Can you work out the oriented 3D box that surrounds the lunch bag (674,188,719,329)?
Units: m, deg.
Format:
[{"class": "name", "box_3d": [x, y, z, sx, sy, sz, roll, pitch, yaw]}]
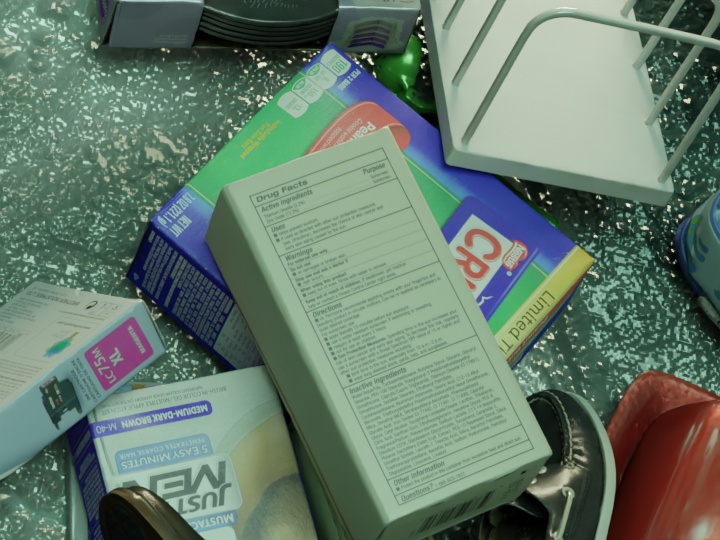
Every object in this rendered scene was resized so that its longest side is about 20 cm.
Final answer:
[{"class": "lunch bag", "box_3d": [0.298, -0.015, 1.716, 0.200, 0.082, 0.161, -37, 83, -26]}]

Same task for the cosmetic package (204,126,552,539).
[{"class": "cosmetic package", "box_3d": [0.007, 0.038, 1.517, 0.103, 0.073, 0.201, -20, 72, -19]}]

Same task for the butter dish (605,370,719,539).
[{"class": "butter dish", "box_3d": [0.221, 0.157, 1.594, 0.199, 0.148, 0.200, 28, 64, -4]}]

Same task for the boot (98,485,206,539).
[{"class": "boot", "box_3d": [-0.044, 0.172, 1.475, 0.200, 0.075, 0.097, 51, 54, -2]}]

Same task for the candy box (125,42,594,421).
[{"class": "candy box", "box_3d": [0.000, 0.000, 1.617, 0.200, 0.077, 0.169, 40, 61, 6]}]

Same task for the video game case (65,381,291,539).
[{"class": "video game case", "box_3d": [-0.063, 0.134, 1.593, 0.199, 0.018, 0.144, 3, 70, -15]}]

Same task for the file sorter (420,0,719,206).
[{"class": "file sorter", "box_3d": [0.123, -0.161, 1.658, 0.138, 0.125, 0.201, 10, 45, -19]}]

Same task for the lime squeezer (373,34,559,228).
[{"class": "lime squeezer", "box_3d": [0.047, -0.102, 1.711, 0.070, 0.038, 0.201, -9, 69, -52]}]

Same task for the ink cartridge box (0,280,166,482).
[{"class": "ink cartridge box", "box_3d": [-0.209, 0.080, 1.517, 0.200, 0.119, 0.042, -37, 113, -26]}]

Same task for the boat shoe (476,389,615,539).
[{"class": "boat shoe", "box_3d": [0.093, 0.143, 1.583, 0.060, 0.074, 0.201, 31, 48, -31]}]

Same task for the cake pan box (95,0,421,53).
[{"class": "cake pan box", "box_3d": [-0.068, -0.213, 1.686, 0.183, 0.052, 0.201, 0, 58, -14]}]

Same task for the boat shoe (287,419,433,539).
[{"class": "boat shoe", "box_3d": [0.014, 0.170, 1.554, 0.060, 0.072, 0.202, -17, 84, -20]}]

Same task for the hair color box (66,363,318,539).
[{"class": "hair color box", "box_3d": [-0.078, 0.159, 1.535, 0.109, 0.065, 0.201, -11, 75, -20]}]
